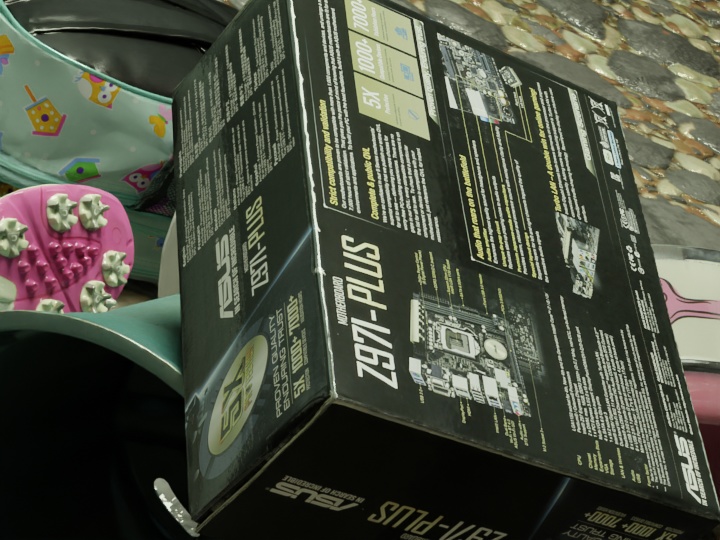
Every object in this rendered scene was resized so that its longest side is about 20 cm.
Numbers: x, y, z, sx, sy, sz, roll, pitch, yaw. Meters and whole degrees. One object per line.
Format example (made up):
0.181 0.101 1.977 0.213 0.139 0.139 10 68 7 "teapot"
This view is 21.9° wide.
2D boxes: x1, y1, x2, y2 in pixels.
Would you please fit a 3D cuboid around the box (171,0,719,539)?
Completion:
0.025 0.009 0.670 0.164 0.086 0.200 19 44 -30 "box"

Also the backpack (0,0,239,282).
-0.143 -0.091 1.050 0.200 0.153 0.176 22 24 -37 "backpack"

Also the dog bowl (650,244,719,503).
0.108 0.065 0.847 0.200 0.200 0.074 10 60 -27 "dog bowl"

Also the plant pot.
-0.079 0.094 0.763 0.200 0.200 0.196 32 21 13 "plant pot"

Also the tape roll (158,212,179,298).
0.000 0.000 0.962 0.202 0.202 0.071 22 27 -6 "tape roll"

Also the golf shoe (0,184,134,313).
-0.184 0.013 0.803 0.092 0.075 0.200 0 21 39 "golf shoe"
